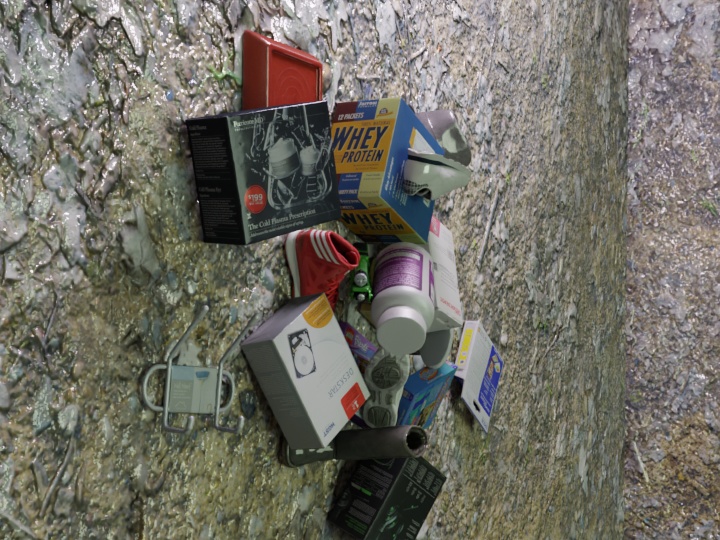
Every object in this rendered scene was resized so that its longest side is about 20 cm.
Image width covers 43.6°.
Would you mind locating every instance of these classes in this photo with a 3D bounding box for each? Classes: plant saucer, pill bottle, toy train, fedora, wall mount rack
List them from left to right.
[{"bbox_3d":[-0.215,0.142,1.278,0.199,0.074,0.176,16,77,-59],"label":"wall mount rack"},{"bbox_3d":[-0.119,-0.275,1.475,0.199,0.036,0.202,2,88,-59],"label":"plant saucer"},{"bbox_3d":[0.000,0.000,1.591,0.200,0.041,0.057,-93,-174,-71],"label":"toy train"},{"bbox_3d":[0.073,0.050,1.560,0.201,0.111,0.113,-83,156,-54],"label":"pill bottle"},{"bbox_3d":[0.170,-0.266,1.845,0.201,0.090,0.178,60,11,-48],"label":"fedora"}]

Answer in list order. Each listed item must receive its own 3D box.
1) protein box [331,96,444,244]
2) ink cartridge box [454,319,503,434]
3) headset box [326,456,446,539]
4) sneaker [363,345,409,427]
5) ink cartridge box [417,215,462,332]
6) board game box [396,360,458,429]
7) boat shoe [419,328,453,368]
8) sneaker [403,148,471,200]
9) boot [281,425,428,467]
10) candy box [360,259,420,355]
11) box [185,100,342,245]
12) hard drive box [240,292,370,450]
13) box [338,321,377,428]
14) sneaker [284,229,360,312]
[{"bbox_3d":[0.041,-0.177,1.649,0.200,0.134,0.200,39,58,-53],"label":"protein box"},{"bbox_3d":[0.276,0.255,2.141,0.198,0.047,0.201,55,47,-46],"label":"ink cartridge box"},{"bbox_3d":[0.050,0.429,1.669,0.201,0.092,0.174,-61,142,-13],"label":"headset box"},{"bbox_3d":[0.048,0.189,1.630,0.100,0.077,0.201,-69,173,-54],"label":"sneaker"},{"bbox_3d":[0.129,0.005,1.744,0.146,0.082,0.202,34,47,-59],"label":"ink cartridge box"},{"bbox_3d":[0.109,0.268,1.794,0.199,0.045,0.153,-17,133,-58],"label":"board game box"},{"bbox_3d":[0.164,0.104,1.823,0.070,0.070,0.202,33,54,-54],"label":"boat shoe"},{"bbox_3d":[0.134,-0.165,1.619,0.199,0.076,0.081,6,96,-55],"label":"sneaker"},{"bbox_3d":[-0.008,0.294,1.506,0.181,0.198,0.073,-2,92,-59],"label":"boot"},{"bbox_3d":[0.075,0.075,1.786,0.200,0.055,0.116,48,50,-48],"label":"candy box"},{"bbox_3d":[-0.140,-0.148,1.335,0.199,0.104,0.184,-20,107,-43],"label":"box"},{"bbox_3d":[-0.085,0.162,1.459,0.156,0.076,0.201,-44,116,-48],"label":"hard drive box"},{"bbox_3d":[-0.010,0.197,1.659,0.200,0.039,0.138,46,53,-50],"label":"box"},{"bbox_3d":[-0.053,0.026,1.510,0.078,0.115,0.202,-46,127,-47],"label":"sneaker"}]
